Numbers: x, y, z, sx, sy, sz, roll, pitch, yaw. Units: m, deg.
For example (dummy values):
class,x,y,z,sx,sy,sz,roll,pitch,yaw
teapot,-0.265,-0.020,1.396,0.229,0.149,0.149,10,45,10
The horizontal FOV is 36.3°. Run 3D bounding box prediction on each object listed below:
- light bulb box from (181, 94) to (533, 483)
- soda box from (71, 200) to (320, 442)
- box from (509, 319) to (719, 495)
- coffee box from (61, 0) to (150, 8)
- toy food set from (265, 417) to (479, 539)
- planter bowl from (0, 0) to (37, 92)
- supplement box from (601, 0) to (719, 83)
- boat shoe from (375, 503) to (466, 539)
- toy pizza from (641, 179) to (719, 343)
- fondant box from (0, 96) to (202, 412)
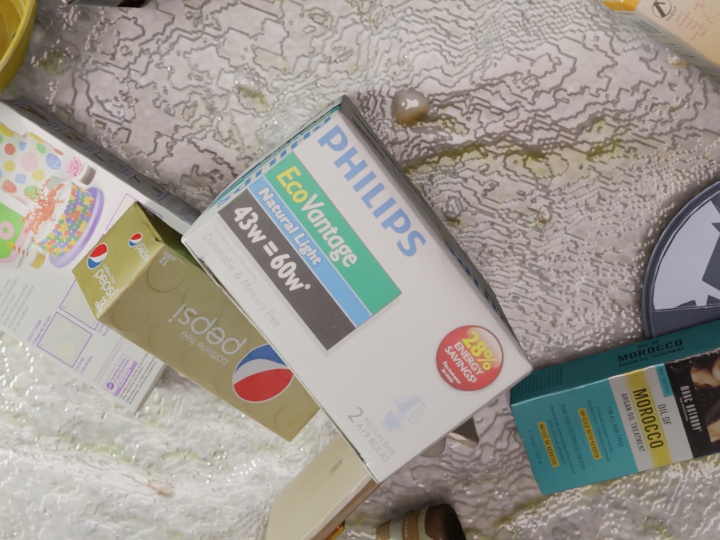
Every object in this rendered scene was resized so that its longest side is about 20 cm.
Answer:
class,x,y,z,sx,sy,sz,roll,pitch,yaw
light bulb box,0.000,0.000,0.737,0.124,0.200,0.199,-37,99,8
soda box,-0.100,0.040,0.764,0.068,0.064,0.200,-46,132,3
box,0.216,0.098,0.811,0.198,0.049,0.083,-18,105,16
coffee box,-0.141,-0.230,0.689,0.113,0.200,0.080,-35,100,7
toy food set,0.003,0.163,0.800,0.060,0.144,0.200,42,99,-8
planter bowl,-0.288,-0.169,0.748,0.198,0.083,0.203,-4,76,14
supplement box,0.286,-0.186,0.758,0.199,0.074,0.127,31,101,-6
boat shoe,0.065,0.284,0.872,0.075,0.072,0.202,-16,94,19
toy pizza,0.309,0.018,0.821,0.197,0.032,0.203,1,105,5
fondant box,-0.208,-0.012,0.810,0.199,0.058,0.145,33,101,-7
